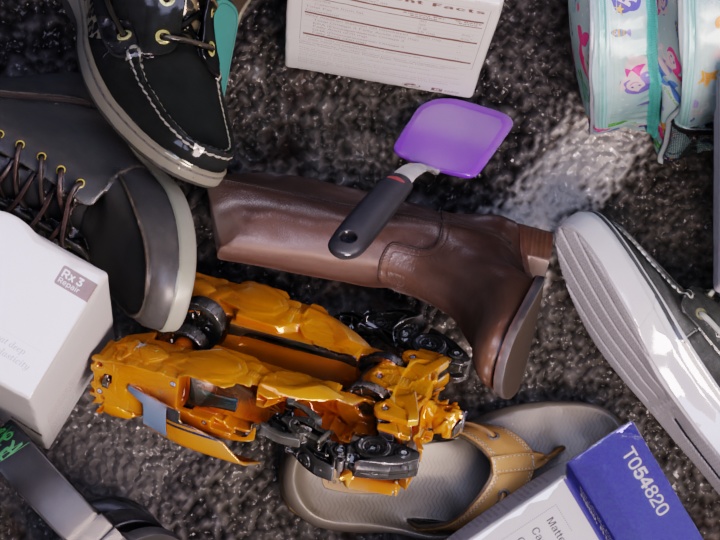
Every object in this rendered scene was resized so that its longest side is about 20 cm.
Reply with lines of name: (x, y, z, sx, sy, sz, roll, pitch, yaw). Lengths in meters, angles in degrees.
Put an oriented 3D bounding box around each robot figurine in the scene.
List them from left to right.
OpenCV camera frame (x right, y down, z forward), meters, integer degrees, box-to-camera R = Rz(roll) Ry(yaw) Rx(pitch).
robot figurine: (-0.038, 0.062, 1.350, 0.200, 0.058, 0.145, 17, 38, 12)

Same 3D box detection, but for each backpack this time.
backpack: (0.190, -0.159, 1.365, 0.150, 0.200, 0.178, -2, 80, -3)

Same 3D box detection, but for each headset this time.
headset: (-0.141, 0.170, 1.334, 0.094, 0.123, 0.200, -44, 104, -8)

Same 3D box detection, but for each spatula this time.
spatula: (0.026, -0.051, 1.366, 0.056, 0.200, 0.021, 19, 120, 16)

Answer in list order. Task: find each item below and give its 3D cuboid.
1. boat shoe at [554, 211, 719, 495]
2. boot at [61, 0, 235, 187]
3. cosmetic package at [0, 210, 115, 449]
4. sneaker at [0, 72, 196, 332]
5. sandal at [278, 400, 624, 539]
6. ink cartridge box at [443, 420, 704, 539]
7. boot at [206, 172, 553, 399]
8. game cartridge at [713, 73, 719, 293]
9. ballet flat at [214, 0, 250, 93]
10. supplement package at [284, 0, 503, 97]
boat shoe: (0.187, 0.043, 1.401, 0.071, 0.072, 0.200, -36, 93, -17)
boot: (-0.087, -0.161, 1.328, 0.154, 0.073, 0.204, -47, 48, 26)
cosmetic package: (-0.197, 0.025, 1.312, 0.113, 0.200, 0.081, 30, 79, 4)
sneaker: (-0.166, -0.036, 1.341, 0.106, 0.075, 0.200, 0, 37, -30)
sandal: (0.054, 0.111, 1.381, 0.199, 0.055, 0.082, 1, 79, -2)
ink cartridge box: (0.121, 0.217, 1.349, 0.200, 0.041, 0.200, -33, 97, -8)
boot: (0.000, 0.000, 1.341, 0.199, 0.186, 0.064, 14, 109, 2)
game cartridge: (0.283, -0.034, 1.271, 0.199, 0.042, 0.134, 2, 77, -5)
ballet flat: (-0.095, -0.166, 1.425, 0.062, 0.067, 0.200, 11, 75, 28)
supplement package: (0.023, -0.183, 1.361, 0.117, 0.200, 0.117, 10, 78, -1)
